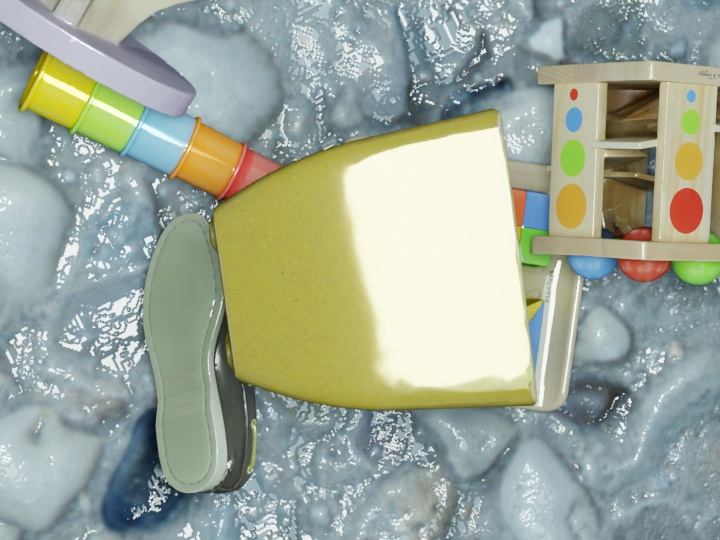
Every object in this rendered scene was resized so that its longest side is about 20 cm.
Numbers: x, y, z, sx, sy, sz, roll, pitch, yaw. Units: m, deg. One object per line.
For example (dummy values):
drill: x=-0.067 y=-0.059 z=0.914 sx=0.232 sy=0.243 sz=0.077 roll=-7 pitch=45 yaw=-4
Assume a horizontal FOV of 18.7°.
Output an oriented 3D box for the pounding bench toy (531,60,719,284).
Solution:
pounding bench toy: x=0.242 y=-0.069 z=1.619 sx=0.199 sy=0.124 sz=0.157 roll=1 pitch=92 yaw=-36

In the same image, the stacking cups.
stacking cups: x=-0.144 y=-0.102 z=1.575 sx=0.199 sy=0.060 sz=0.061 roll=24 pitch=86 yaw=-14

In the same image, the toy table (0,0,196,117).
toy table: x=-0.181 y=-0.209 z=1.515 sx=0.200 sy=0.184 sz=0.117 roll=28 pitch=102 yaw=-19

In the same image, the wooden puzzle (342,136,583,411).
wooden puzzle: x=0.072 y=0.004 z=1.627 sx=0.199 sy=0.046 sz=0.186 roll=8 pitch=90 yaw=-12

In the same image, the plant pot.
plant pot: x=0.000 y=0.000 z=1.499 sx=0.199 sy=0.194 sz=0.196 roll=-7 pitch=93 yaw=-4

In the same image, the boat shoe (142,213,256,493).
boat shoe: x=-0.112 y=0.061 z=1.584 sx=0.060 sy=0.071 sz=0.202 roll=12 pitch=73 yaw=-56
